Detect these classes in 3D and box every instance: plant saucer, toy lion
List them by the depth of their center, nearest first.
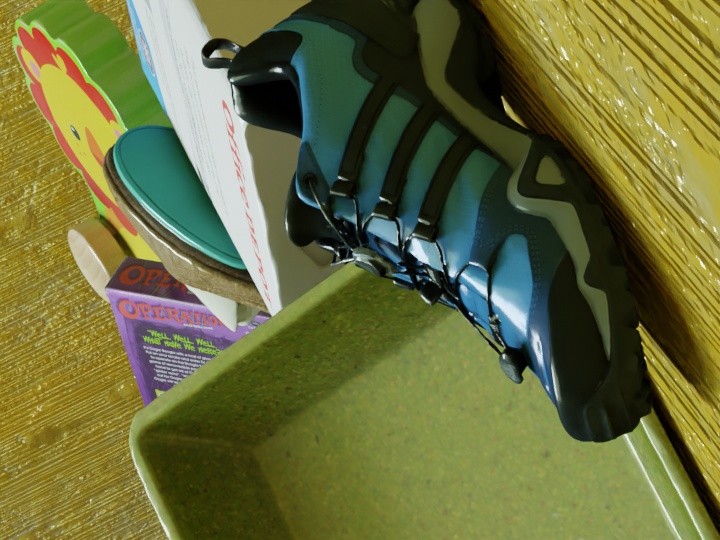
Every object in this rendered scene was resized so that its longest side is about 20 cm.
[{"bbox_3d":[0.035,0.094,0.796,0.048,0.199,0.201,-3,-118,-57],"label":"plant saucer"},{"bbox_3d":[-0.106,-0.042,1.155,0.200,0.068,0.193,41,157,38],"label":"toy lion"}]

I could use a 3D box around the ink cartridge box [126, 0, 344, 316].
[{"bbox_3d":[-0.035,-0.088,0.915,0.147,0.085,0.201,81,163,-47],"label":"ink cartridge box"}]

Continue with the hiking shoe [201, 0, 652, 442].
[{"bbox_3d":[0.023,-0.014,0.710,0.201,0.086,0.075,61,175,40],"label":"hiking shoe"}]

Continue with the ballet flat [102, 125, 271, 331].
[{"bbox_3d":[-0.026,0.003,0.988,0.199,0.068,0.073,21,138,16],"label":"ballet flat"}]

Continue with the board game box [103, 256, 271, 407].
[{"bbox_3d":[-0.018,0.059,1.070,0.032,0.198,0.121,-61,-30,-36],"label":"board game box"}]
